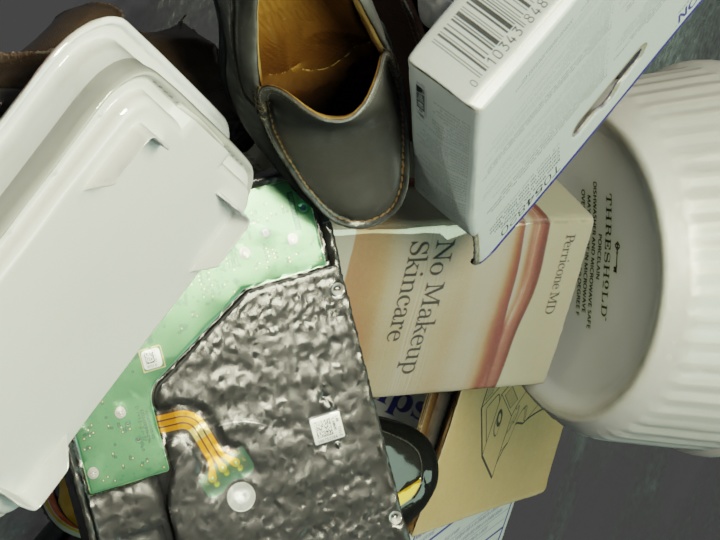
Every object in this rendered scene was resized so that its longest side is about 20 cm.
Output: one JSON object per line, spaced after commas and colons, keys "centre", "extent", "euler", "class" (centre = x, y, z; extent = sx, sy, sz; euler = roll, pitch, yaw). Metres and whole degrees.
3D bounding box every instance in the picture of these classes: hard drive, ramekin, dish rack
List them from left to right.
{"centre": [-0.117, 0.013, 0.922], "extent": [0.201, 0.043, 0.172], "euler": [-54, 158, -3], "class": "dish rack"}
{"centre": [-0.063, 0.067, 1.047], "extent": [0.038, 0.139, 0.202], "euler": [-167, -119, -73], "class": "hard drive"}
{"centre": [0.142, -0.005, 1.209], "extent": [0.094, 0.202, 0.204], "euler": [-2, 120, -29], "class": "ramekin"}

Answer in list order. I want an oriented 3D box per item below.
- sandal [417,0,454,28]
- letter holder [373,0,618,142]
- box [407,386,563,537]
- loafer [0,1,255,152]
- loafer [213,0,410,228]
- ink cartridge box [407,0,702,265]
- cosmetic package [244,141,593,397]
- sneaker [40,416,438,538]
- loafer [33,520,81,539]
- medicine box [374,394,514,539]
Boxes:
{"centre": [0.080, -0.188, 0.985], "extent": [0.079, 0.059, 0.208], "euler": [180, -70, -80], "class": "sandal"}
{"centre": [0.047, -0.120, 1.207], "extent": [0.101, 0.141, 0.200], "euler": [-58, 158, -22], "class": "letter holder"}
{"centre": [0.085, 0.060, 1.377], "extent": [0.200, 0.021, 0.165], "euler": [-4, 112, -66], "class": "box"}
{"centre": [-0.116, -0.068, 0.980], "extent": [0.073, 0.071, 0.200], "euler": [-41, 164, 24], "class": "loafer"}
{"centre": [-0.020, -0.079, 0.954], "extent": [0.072, 0.073, 0.201], "euler": [-25, 136, 1], "class": "loafer"}
{"centre": [0.095, -0.113, 1.022], "extent": [0.200, 0.041, 0.200], "euler": [-50, 166, -13], "class": "ink cartridge box"}
{"centre": [0.000, 0.000, 1.165], "extent": [0.199, 0.087, 0.104], "euler": [-5, 122, -31], "class": "cosmetic package"}
{"centre": [-0.045, 0.101, 1.123], "extent": [0.090, 0.198, 0.071], "euler": [175, -84, -67], "class": "sneaker"}
{"centre": [-0.096, 0.114, 1.183], "extent": [0.201, 0.063, 0.072], "euler": [-53, 146, -15], "class": "loafer"}
{"centre": [0.032, 0.094, 1.459], "extent": [0.182, 0.102, 0.201], "euler": [-26, 135, -60], "class": "medicine box"}
